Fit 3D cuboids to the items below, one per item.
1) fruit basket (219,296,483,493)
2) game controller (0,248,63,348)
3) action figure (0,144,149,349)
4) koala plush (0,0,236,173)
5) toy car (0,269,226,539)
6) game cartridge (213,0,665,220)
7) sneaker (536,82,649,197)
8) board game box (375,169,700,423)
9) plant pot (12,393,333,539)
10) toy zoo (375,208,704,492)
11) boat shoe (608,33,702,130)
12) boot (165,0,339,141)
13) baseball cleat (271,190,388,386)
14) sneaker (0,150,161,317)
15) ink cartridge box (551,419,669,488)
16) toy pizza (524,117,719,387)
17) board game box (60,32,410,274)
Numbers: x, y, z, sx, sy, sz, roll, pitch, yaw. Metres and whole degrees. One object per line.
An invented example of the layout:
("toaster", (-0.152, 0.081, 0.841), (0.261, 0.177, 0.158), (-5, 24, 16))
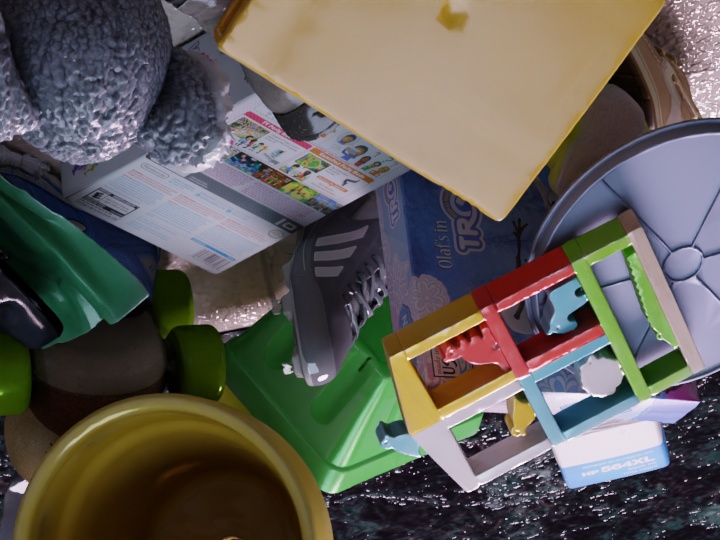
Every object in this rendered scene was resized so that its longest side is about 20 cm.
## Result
("fruit basket", (-0.021, 0.088, 1.664), (0.215, 0.156, 0.216), (-37, 160, -16))
("game controller", (-0.271, -0.004, 1.445), (0.199, 0.042, 0.104), (19, 167, 36))
("action figure", (-0.227, -0.042, 1.431), (0.118, 0.055, 0.200), (-27, 117, 41))
("koala plush", (-0.149, -0.142, 1.189), (0.176, 0.201, 0.184), (12, 145, -33))
("toy car", (-0.196, 0.112, 1.615), (0.163, 0.158, 0.201), (-2, 118, -20))
("game cartridge", (0.048, -0.146, 1.277), (0.199, 0.032, 0.177), (30, 107, -23))
("sneaker", (0.104, -0.102, 1.436), (0.200, 0.076, 0.105), (50, 161, -30))
("board game box", (0.112, -0.005, 1.514), (0.198, 0.201, 0.043), (4, 153, -23))
("plant pot", (-0.105, 0.187, 1.534), (0.199, 0.202, 0.189), (-14, 171, 10))
("toy zoo", (0.099, 0.058, 1.416), (0.199, 0.021, 0.132), (-27, 129, 3))
("boat shoe", (0.175, -0.106, 1.484), (0.074, 0.067, 0.201), (4, 139, 34))
("boot", (-0.002, -0.175, 1.300), (0.200, 0.068, 0.131), (-38, 118, 1))
("baseball cleat", (0.000, 0.000, 1.516), (0.106, 0.201, 0.070), (-7, 125, 5))
("sneaker", (-0.214, -0.016, 1.515), (0.199, 0.090, 0.079), (14, 144, -30))
("ink cartridge box", (0.161, 0.048, 1.682), (0.084, 0.147, 0.200), (-12, 152, 7))
("toy pizza", (0.192, -0.012, 1.428), (0.199, 0.032, 0.201), (-9, 128, -12))
("board game box", (-0.068, -0.085, 1.462), (0.199, 0.065, 0.147), (-26, 147, 29))
